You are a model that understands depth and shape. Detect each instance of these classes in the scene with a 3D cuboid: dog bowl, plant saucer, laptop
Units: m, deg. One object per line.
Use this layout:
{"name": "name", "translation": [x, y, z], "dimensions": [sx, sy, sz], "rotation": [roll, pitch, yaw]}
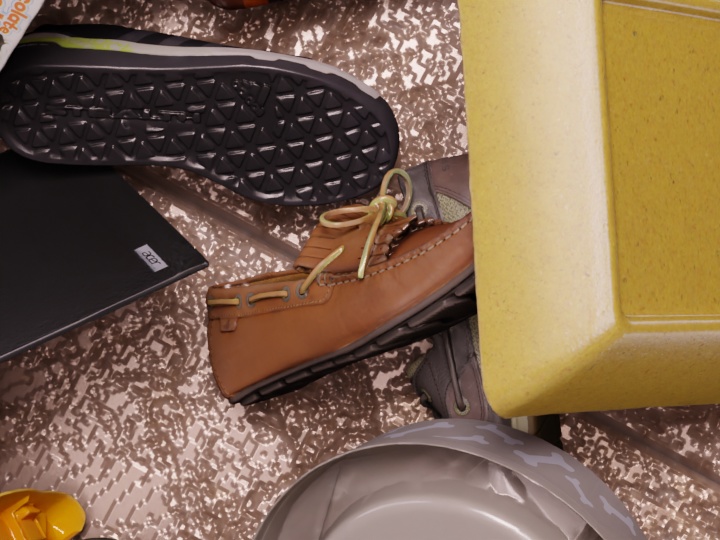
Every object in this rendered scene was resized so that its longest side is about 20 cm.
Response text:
{"name": "dog bowl", "translation": [0.047, 0.157, 0.873], "dimensions": [0.199, 0.059, 0.201], "rotation": [8, 113, 19]}
{"name": "plant saucer", "translation": [0.129, -0.043, 0.820], "dimensions": [0.199, 0.048, 0.201], "rotation": [0, 85, -43]}
{"name": "laptop", "translation": [-0.178, 0.045, 0.880], "dimensions": [0.103, 0.177, 0.201], "rotation": [12, 106, -33]}

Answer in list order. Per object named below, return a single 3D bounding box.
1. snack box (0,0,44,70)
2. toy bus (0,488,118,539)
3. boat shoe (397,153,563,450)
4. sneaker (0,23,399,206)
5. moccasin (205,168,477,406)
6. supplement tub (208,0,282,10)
{"name": "snack box", "translation": [-0.160, -0.131, 0.849], "dimensions": [0.037, 0.116, 0.200], "rotation": [27, 129, -19]}
{"name": "toy bus", "translation": [-0.172, 0.227, 0.887], "dimensions": [0.192, 0.136, 0.201], "rotation": [-33, 76, 20]}
{"name": "boat shoe", "translation": [0.055, 0.044, 0.914], "dimensions": [0.066, 0.072, 0.202], "rotation": [-6, 91, 14]}
{"name": "sneaker", "translation": [-0.078, -0.087, 0.910], "dimensions": [0.199, 0.083, 0.072], "rotation": [11, 119, -3]}
{"name": "moccasin", "translation": [0.001, 0.000, 0.870], "dimensions": [0.073, 0.201, 0.078], "rotation": [-15, 84, -40]}
{"name": "supplement tub", "translation": [-0.023, -0.183, 0.901], "dimensions": [0.199, 0.107, 0.107], "rotation": [-13, 88, 0]}
